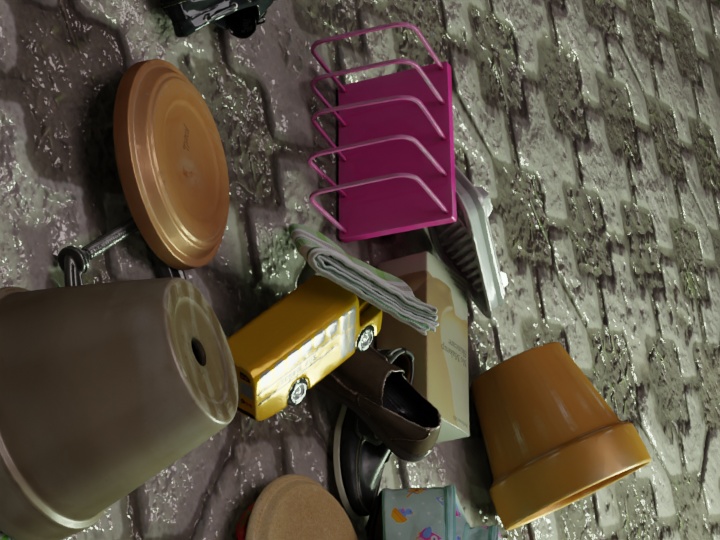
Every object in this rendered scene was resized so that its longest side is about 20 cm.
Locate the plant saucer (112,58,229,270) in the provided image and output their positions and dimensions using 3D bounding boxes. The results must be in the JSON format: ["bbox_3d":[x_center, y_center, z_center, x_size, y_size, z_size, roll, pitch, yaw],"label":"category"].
[{"bbox_3d":[-0.171,-0.101,1.401,0.200,0.032,0.201,-11,90,-72],"label":"plant saucer"}]

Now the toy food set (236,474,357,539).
[{"bbox_3d":[-0.057,0.296,1.439,0.198,0.049,0.200,-27,100,-60],"label":"toy food set"}]

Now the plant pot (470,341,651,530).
[{"bbox_3d":[0.230,0.197,1.848,0.200,0.200,0.184,-1,62,-59],"label":"plant pot"}]

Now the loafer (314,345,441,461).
[{"bbox_3d":[0.013,0.110,1.554,0.200,0.071,0.073,41,49,-3],"label":"loafer"}]

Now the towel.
[{"bbox_3d":[0.000,0.000,1.522,0.149,0.031,0.200,31,5,-13],"label":"towel"}]

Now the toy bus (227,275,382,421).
[{"bbox_3d":[-0.061,0.069,1.456,0.200,0.065,0.078,-37,139,-40],"label":"toy bus"}]

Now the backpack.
[{"bbox_3d":[0.077,0.319,1.532,0.176,0.153,0.200,71,9,-67],"label":"backpack"}]

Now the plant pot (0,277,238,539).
[{"bbox_3d":[-0.195,0.087,1.130,0.200,0.173,0.200,-21,90,-77],"label":"plant pot"}]

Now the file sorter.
[{"bbox_3d":[0.019,-0.156,1.658,0.125,0.139,0.200,43,42,-58],"label":"file sorter"}]

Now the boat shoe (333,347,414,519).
[{"bbox_3d":[0.016,0.171,1.601,0.072,0.067,0.200,51,39,-43],"label":"boat shoe"}]

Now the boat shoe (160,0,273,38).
[{"bbox_3d":[-0.132,-0.273,1.543,0.199,0.074,0.066,-21,97,-60],"label":"boat shoe"}]

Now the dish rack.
[{"bbox_3d":[0.120,-0.057,1.774,0.172,0.043,0.200,53,-15,47],"label":"dish rack"}]

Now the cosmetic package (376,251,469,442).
[{"bbox_3d":[0.073,0.091,1.726,0.105,0.071,0.200,33,50,-50],"label":"cosmetic package"}]

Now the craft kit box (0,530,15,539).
[{"bbox_3d":[-0.301,0.244,1.056,0.200,0.048,0.198,-48,121,-56],"label":"craft kit box"}]

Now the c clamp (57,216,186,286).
[{"bbox_3d":[-0.214,-0.009,1.339,0.200,0.027,0.171,-52,126,-56],"label":"c clamp"}]
